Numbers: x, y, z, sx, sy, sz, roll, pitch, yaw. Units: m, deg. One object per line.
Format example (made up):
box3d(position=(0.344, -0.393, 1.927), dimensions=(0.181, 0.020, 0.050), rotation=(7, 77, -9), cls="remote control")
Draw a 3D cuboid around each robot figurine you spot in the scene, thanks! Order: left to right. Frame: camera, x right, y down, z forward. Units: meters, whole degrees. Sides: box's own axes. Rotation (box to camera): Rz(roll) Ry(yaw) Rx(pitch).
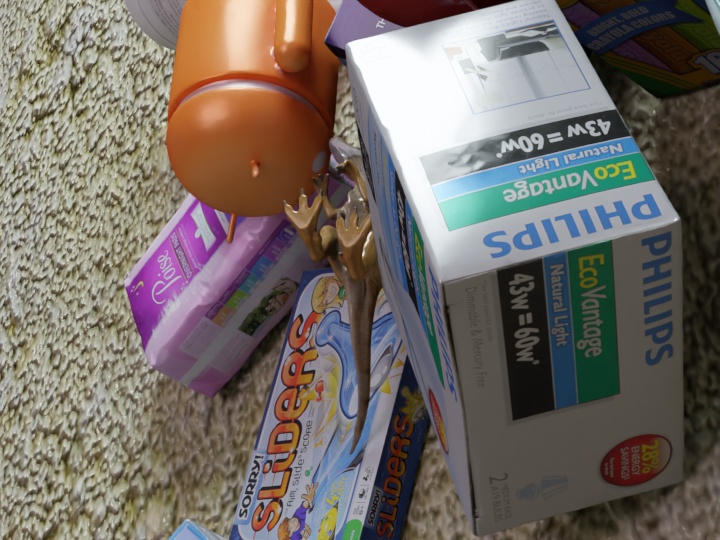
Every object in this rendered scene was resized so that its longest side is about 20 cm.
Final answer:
box3d(position=(-0.072, -0.120, 1.213), dimensions=(0.143, 0.117, 0.202), rotation=(-16, 52, 25), cls="robot figurine")

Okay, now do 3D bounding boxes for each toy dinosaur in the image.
box3d(position=(0.000, 0.000, 1.107), dimensions=(0.060, 0.106, 0.202), rotation=(-8, 66, 21), cls="toy dinosaur")

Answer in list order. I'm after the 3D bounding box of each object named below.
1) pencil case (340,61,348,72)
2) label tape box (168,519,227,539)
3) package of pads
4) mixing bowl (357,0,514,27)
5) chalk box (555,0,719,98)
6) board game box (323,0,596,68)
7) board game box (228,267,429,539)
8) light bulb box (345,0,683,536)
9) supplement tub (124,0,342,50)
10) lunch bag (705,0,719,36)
box3d(position=(0.043, -0.220, 1.275), dimensions=(0.093, 0.090, 0.202), rotation=(10, 77, 44), cls="pencil case")
box3d(position=(-0.106, 0.239, 1.094), dimensions=(0.066, 0.200, 0.144), rotation=(38, 84, 19), cls="label tape box")
box3d(position=(-0.087, -0.019, 1.313), dimensions=(0.200, 0.075, 0.121), rotation=(-50, 34, 16), cls="package of pads")
box3d(position=(0.040, -0.224, 1.075), dimensions=(0.108, 0.200, 0.202), rotation=(-14, 56, 37), cls="mixing bowl")
box3d(position=(0.162, -0.207, 1.019), dimensions=(0.123, 0.199, 0.126), rotation=(-14, 56, 46), cls="chalk box")
box3d(position=(0.091, -0.204, 1.170), dimensions=(0.164, 0.057, 0.202), rotation=(22, 84, 23), cls="board game box")
box3d(position=(-0.010, 0.093, 1.177), dimensions=(0.135, 0.034, 0.202), rotation=(-8, 61, 49), cls="board game box")
box3d(position=(0.083, -0.004, 0.964), dimensions=(0.123, 0.200, 0.201), rotation=(-15, 43, -5), cls="light bulb box")
box3d(position=(-0.089, -0.246, 1.419), dimensions=(0.199, 0.131, 0.133), rotation=(0, 67, 50), cls="supplement tub")
box3d(position=(0.239, -0.074, 0.876), dimensions=(0.077, 0.161, 0.201), rotation=(-26, 45, 13), cls="lunch bag")
